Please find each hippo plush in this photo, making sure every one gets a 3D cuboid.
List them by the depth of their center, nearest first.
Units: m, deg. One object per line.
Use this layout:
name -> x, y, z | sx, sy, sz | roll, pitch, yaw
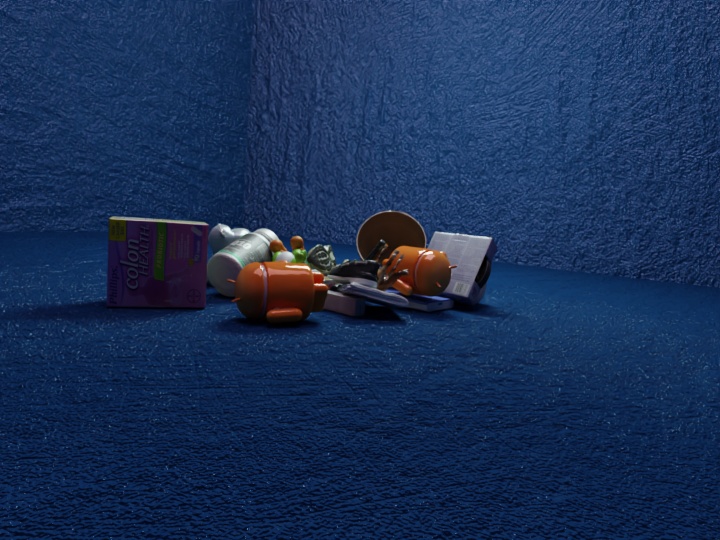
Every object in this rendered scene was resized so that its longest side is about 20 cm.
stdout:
hippo plush -> -0.376, -0.045, 1.585 | 0.196, 0.165, 0.159 | 2, 7, -23

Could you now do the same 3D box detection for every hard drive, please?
hard drive -> 0.128, 0.074, 1.514 | 0.197, 0.026, 0.131 | 10, 8, 40

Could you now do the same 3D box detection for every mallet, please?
mallet -> 0.000, 0.000, 1.459 | 0.041, 0.200, 0.066 | 48, 16, 17

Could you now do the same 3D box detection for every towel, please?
towel -> 0.023, 0.058, 1.343 | 0.144, 0.024, 0.200 | 17, -6, -10

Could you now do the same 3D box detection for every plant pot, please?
plant pot -> 0.088, -0.050, 1.664 | 0.196, 0.204, 0.135 | 5, -28, 5

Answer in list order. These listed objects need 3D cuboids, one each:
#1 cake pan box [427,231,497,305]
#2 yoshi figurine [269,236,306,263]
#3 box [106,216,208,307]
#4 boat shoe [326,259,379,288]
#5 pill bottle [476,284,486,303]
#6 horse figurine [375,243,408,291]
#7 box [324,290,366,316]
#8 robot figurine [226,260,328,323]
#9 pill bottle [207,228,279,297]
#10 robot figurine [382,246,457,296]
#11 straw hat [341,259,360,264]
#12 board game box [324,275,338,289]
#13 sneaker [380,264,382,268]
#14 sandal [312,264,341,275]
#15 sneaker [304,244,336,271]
cake pan box -> 0.253, -0.010, 1.553 | 0.197, 0.187, 0.052 | 8, -24, 40
yoshi figurine -> -0.188, -0.012, 1.369 | 0.110, 0.113, 0.202 | 24, 37, -17
box -> -0.427, -0.018, 1.218 | 0.196, 0.180, 0.096 | 3, 6, -20
boat shoe -> -0.014, 0.005, 1.360 | 0.075, 0.062, 0.199 | 19, -7, -33
pill bottle -> 0.250, 0.025, 1.647 | 0.197, 0.117, 0.113 | 9, 8, 41
horse figurine -> 0.053, 0.008, 1.379 | 0.049, 0.134, 0.200 | 31, 2, -15
box -> -0.074, 0.069, 1.340 | 0.197, 0.042, 0.038 | 9, 7, 41
robot figurine -> -0.168, 0.041, 1.163 | 0.196, 0.147, 0.116 | 2, -16, -23
pill bottle -> -0.286, -0.026, 1.448 | 0.111, 0.115, 0.200 | 7, 26, 20
robot figurine -> 0.145, 0.003, 1.455 | 0.142, 0.119, 0.198 | 6, 3, -43
straw hat -> -0.023, 0.014, 1.665 | 0.196, 0.087, 0.201 | 4, 6, 0
board game box -> -0.169, 0.036, 1.539 | 0.197, 0.047, 0.150 | 0, 7, -36
sneaker -> 0.131, 0.013, 1.779 | 0.197, 0.091, 0.076 | -1, 8, -43
sandal -> -0.118, -0.004, 1.768 | 0.198, 0.051, 0.083 | -7, -17, 3
sneaker -> -0.128, -0.022, 1.632 | 0.087, 0.078, 0.200 | -21, -3, 11
